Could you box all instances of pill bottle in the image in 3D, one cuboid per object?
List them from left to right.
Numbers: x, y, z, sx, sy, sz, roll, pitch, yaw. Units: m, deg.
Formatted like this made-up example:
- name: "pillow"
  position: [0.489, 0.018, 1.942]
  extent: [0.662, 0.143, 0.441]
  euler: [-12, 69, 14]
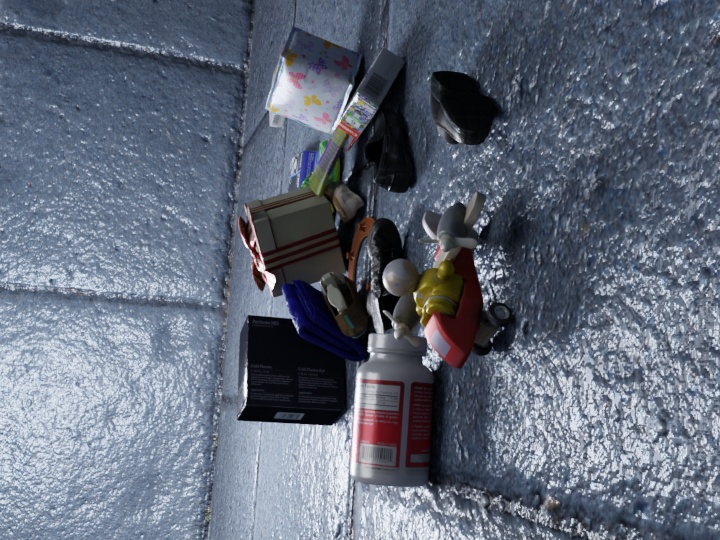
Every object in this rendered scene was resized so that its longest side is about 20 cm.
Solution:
- name: "pill bottle"
  position: [0.046, 0.192, 1.167]
  extent: [0.112, 0.110, 0.204]
  euler: [160, 115, -72]

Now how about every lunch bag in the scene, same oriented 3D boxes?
- name: "lunch bag"
  position: [-0.106, -0.392, 1.777]
  extent: [0.201, 0.167, 0.128]
  euler: [118, 169, -52]

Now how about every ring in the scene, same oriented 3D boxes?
- name: "ring"
  position: [0.000, 0.000, 1.564]
  extent: [0.200, 0.019, 0.204]
  euler: [-175, 90, -74]

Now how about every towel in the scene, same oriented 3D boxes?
- name: "towel"
  position: [-0.066, 0.087, 1.552]
  extent: [0.050, 0.146, 0.200]
  euler: [-58, 23, 12]
- name: "towel"
  position: [-0.048, -0.251, 1.694]
  extent: [0.202, 0.023, 0.144]
  euler: [-62, 15, 9]

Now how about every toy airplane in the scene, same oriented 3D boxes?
- name: "toy airplane"
  position: [0.093, 0.002, 1.021]
  extent: [0.199, 0.139, 0.204]
  euler: [-154, 71, -74]

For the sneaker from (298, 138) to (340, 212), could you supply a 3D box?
- name: "sneaker"
  position: [-0.092, -0.189, 1.835]
  extent: [0.074, 0.082, 0.204]
  euler: [-154, 71, -73]

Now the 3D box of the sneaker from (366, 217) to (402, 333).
- name: "sneaker"
  position: [0.046, 0.022, 1.331]
  extent: [0.104, 0.059, 0.203]
  euler: [-146, 58, -73]

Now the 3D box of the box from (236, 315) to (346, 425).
- name: "box"
  position: [-0.137, 0.198, 1.645]
  extent: [0.104, 0.197, 0.185]
  euler: [124, 149, -59]

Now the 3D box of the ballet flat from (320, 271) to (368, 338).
- name: "ballet flat"
  position: [-0.040, 0.046, 1.507]
  extent: [0.067, 0.073, 0.201]
  euler: [-35, 30, 6]

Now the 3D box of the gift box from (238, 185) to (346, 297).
- name: "gift box"
  position: [-0.145, -0.065, 1.702]
  extent: [0.200, 0.184, 0.187]
  euler: [-131, 25, -72]

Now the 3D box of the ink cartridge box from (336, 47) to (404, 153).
- name: "ink cartridge box"
  position: [0.007, -0.305, 1.523]
  extent: [0.110, 0.050, 0.200]
  euler: [-61, 8, -23]

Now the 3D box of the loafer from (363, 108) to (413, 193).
- name: "loafer"
  position: [0.040, -0.209, 1.407]
  extent: [0.202, 0.069, 0.069]
  euler: [-99, 23, -45]

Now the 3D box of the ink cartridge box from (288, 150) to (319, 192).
- name: "ink cartridge box"
  position: [-0.146, -0.247, 2.128]
  extent: [0.200, 0.039, 0.101]
  euler: [174, 102, -73]

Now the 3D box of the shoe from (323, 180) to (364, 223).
- name: "shoe"
  position: [-0.033, -0.142, 1.686]
  extent: [0.053, 0.070, 0.200]
  euler: [-36, 20, 1]

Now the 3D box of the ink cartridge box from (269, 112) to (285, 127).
- name: "ink cartridge box"
  position: [-0.249, -0.570, 2.586]
  extent: [0.164, 0.056, 0.202]
  euler: [113, 152, -47]

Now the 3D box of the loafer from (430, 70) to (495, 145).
- name: "loafer"
  position: [0.132, -0.201, 1.105]
  extent: [0.201, 0.071, 0.073]
  euler: [-93, 8, -60]
